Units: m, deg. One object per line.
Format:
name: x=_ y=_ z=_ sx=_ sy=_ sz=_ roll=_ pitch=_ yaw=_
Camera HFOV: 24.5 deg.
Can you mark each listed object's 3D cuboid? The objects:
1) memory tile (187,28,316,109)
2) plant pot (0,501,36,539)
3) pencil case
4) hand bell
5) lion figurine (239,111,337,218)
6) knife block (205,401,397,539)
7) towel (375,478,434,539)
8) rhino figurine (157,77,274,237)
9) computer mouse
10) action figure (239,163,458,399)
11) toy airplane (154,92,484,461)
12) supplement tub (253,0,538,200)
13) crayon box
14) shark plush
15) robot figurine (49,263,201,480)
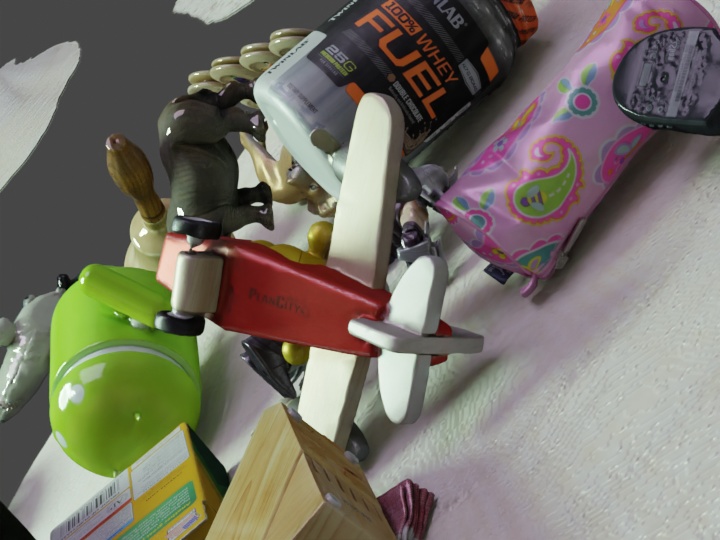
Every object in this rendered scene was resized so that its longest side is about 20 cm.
memory tile: x=-0.046 y=-0.164 z=1.419 sx=0.200 sy=0.153 sz=0.017 roll=-13 pitch=71 yaw=57
plant pot: x=-0.284 y=0.252 z=1.094 sx=0.200 sy=0.177 sz=0.200 roll=-54 pitch=17 yaw=3
pencil case: x=0.135 y=-0.082 z=1.002 sx=0.200 sy=0.087 sz=0.087 roll=-50 pitch=21 yaw=-1
hand bell: x=-0.174 y=-0.052 z=1.367 sx=0.104 sy=0.200 sz=0.105 roll=-4 pitch=63 yaw=9
lion figurine: x=-0.050 y=-0.093 z=1.393 sx=0.072 sy=0.123 sz=0.200 roll=-12 pitch=-4 yaw=-15
knife block: x=-0.061 y=0.183 z=0.895 sx=0.176 sy=0.064 sz=0.200 roll=-48 pitch=21 yaw=5
towel: x=-0.035 y=0.215 z=0.909 sx=0.144 sy=0.023 sz=0.201 roll=-32 pitch=27 yaw=40
rhino figurine: x=-0.113 y=-0.050 z=1.330 sx=0.087 sy=0.201 sz=0.060 roll=-5 pitch=16 yaw=-2
computer mouse: x=0.217 y=-0.094 z=0.887 sx=0.200 sy=0.034 sz=0.059 roll=15 pitch=86 yaw=48
action figure: x=0.000 y=0.000 z=1.149 sx=0.200 sy=0.069 sz=0.130 roll=-48 pitch=14 yaw=-8
toy airplane: x=-0.012 y=0.020 z=1.021 sx=0.200 sy=0.200 sz=0.141 roll=-35 pitch=-12 yaw=23
supplement tub: x=0.029 y=-0.154 z=1.245 sx=0.200 sy=0.123 sz=0.122 roll=-41 pitch=20 yaw=-7
crayon box: x=-0.140 y=0.183 z=1.079 sx=0.126 sy=0.052 sz=0.200 roll=-39 pitch=15 yaw=0
shark plush: x=-0.332 y=0.063 z=1.693 sx=0.200 sy=0.090 sz=0.084 roll=-87 pitch=12 yaw=-51
robot figurine: x=-0.182 y=0.077 z=1.283 sx=0.200 sy=0.115 sz=0.176 roll=-103 pitch=27 yaw=-53
